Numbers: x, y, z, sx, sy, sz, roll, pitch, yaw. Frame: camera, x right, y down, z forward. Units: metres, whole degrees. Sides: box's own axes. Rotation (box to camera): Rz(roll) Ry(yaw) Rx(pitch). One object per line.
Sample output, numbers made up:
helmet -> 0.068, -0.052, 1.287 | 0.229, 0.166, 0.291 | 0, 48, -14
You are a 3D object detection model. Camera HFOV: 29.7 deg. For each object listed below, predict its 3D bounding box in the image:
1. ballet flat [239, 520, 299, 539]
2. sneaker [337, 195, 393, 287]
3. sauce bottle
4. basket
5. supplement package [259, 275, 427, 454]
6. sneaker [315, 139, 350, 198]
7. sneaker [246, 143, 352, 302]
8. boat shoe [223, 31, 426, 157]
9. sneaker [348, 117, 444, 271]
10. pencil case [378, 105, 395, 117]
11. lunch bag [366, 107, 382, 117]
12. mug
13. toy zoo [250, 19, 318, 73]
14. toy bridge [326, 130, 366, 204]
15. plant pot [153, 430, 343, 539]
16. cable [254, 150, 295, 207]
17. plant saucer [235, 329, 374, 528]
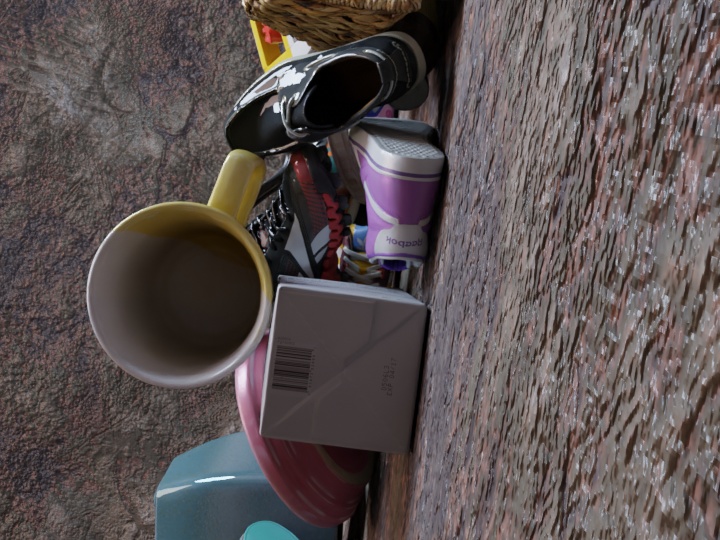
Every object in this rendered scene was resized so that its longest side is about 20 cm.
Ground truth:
ballet flat -> -0.061, 0.316, 1.303 | 0.200, 0.074, 0.074 | 37, 124, 56
sneaker -> 0.000, 0.000, 1.335 | 0.090, 0.075, 0.200 | 92, -178, -66
sauce bottle -> 0.038, -0.209, 1.214 | 0.200, 0.065, 0.065 | -85, 4, -54
basket -> -0.012, -0.302, 1.139 | 0.149, 0.143, 0.200 | -24, 45, 67
supplement package -> -0.019, 0.073, 1.134 | 0.200, 0.120, 0.121 | -150, 67, -86
sneaker -> -0.034, -0.108, 1.396 | 0.071, 0.080, 0.200 | -55, -8, 35
sneaker -> -0.062, -0.035, 1.236 | 0.201, 0.098, 0.071 | 94, 160, -53
boat shoe -> -0.043, -0.141, 1.126 | 0.072, 0.200, 0.068 | 61, -145, -14
sneaker -> 0.023, -0.064, 1.139 | 0.201, 0.073, 0.114 | -94, 9, -72
pencil case -> 0.002, -0.200, 1.617 | 0.087, 0.087, 0.200 | 122, 155, -81
lunch bag -> -0.011, -0.278, 1.365 | 0.170, 0.127, 0.200 | 50, -143, -60
mug -> -0.124, 0.008, 1.151 | 0.150, 0.186, 0.153 | 54, -176, 3
toy zoo -> -0.073, -0.264, 1.260 | 0.131, 0.020, 0.200 | -22, 82, 62
toy bridge -> -0.003, -0.106, 1.230 | 0.200, 0.027, 0.067 | 57, -148, -49
plant pot -> -0.119, 0.280, 1.477 | 0.196, 0.200, 0.197 | -81, -6, -80
cable -> -0.127, -0.047, 1.299 | 0.050, 0.097, 0.200 | -14, 54, 60
plant saucer -> -0.045, 0.146, 1.309 | 0.201, 0.051, 0.201 | 50, -156, -33
